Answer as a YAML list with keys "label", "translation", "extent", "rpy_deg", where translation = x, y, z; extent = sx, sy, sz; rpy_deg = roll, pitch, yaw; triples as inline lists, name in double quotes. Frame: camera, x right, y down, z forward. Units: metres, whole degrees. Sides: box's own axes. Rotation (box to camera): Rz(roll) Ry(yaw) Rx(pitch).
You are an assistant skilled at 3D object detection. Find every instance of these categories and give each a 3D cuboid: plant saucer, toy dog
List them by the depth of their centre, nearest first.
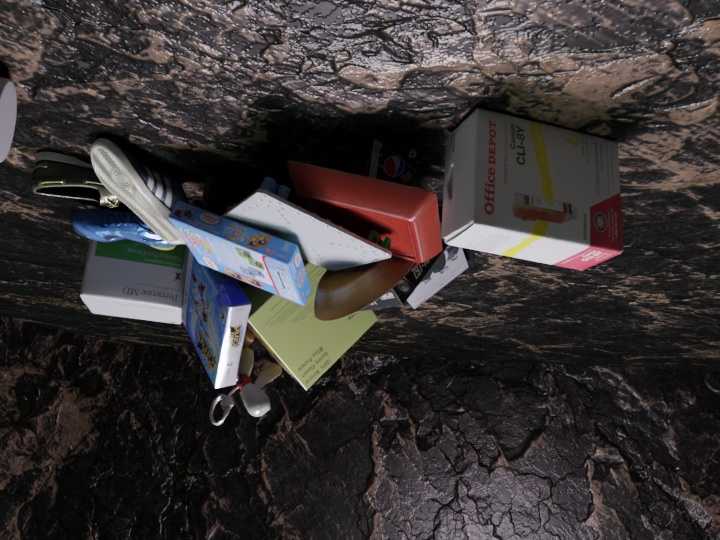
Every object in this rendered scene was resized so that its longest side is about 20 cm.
- label: "plant saucer"
  translation: [0.009, -0.069, 0.815]
  extent: [0.196, 0.037, 0.200]
  rpy_deg: [14, 164, 14]
- label: "plant saucer"
  translation: [0.000, 0.000, 0.944]
  extent: [0.199, 0.201, 0.036]
  rpy_deg: [-13, 119, 49]
- label: "toy dog"
  translation: [-0.214, 0.199, 1.136]
  extent: [0.131, 0.202, 0.096]
  rpy_deg: [-27, 143, 19]

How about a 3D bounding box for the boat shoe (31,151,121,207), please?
- label: "boat shoe"
  translation: [-0.408, -0.132, 0.946]
  extent: [0.198, 0.061, 0.072]
  rpy_deg: [11, 164, -21]

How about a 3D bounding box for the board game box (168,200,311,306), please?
- label: "board game box"
  translation: [-0.177, -0.023, 0.911]
  extent: [0.197, 0.037, 0.152]
  rpy_deg: [20, 157, 12]

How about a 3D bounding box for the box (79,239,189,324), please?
- label: "box"
  translation: [-0.457, 0.004, 1.250]
  extent: [0.196, 0.175, 0.200]
  rpy_deg: [9, 165, -15]

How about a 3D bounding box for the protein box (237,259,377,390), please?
- label: "protein box"
  translation: [-0.112, 0.070, 1.136]
  extent: [0.134, 0.198, 0.201]
  rpy_deg: [27, 156, 54]

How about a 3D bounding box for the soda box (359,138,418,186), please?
- label: "soda box"
  translation: [0.027, -0.111, 0.859]
  extent: [0.062, 0.072, 0.200]
  rpy_deg: [9, 166, -7]

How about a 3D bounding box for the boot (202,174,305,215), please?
- label: "boot"
  translation: [-0.126, -0.102, 0.942]
  extent: [0.196, 0.067, 0.165]
  rpy_deg: [8, 179, 12]

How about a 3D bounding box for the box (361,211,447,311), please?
- label: "box"
  translation: [0.055, -0.013, 1.007]
  extent: [0.159, 0.200, 0.044]
  rpy_deg: [-12, 119, 49]

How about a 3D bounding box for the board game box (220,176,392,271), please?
- label: "board game box"
  translation: [-0.080, -0.057, 0.840]
  extent: [0.198, 0.026, 0.199]
  rpy_deg: [25, 163, -23]

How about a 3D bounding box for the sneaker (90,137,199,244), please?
- label: "sneaker"
  translation: [-0.320, -0.134, 0.913]
  extent: [0.074, 0.085, 0.201]
  rpy_deg: [-1, 139, 31]

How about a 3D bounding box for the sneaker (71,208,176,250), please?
- label: "sneaker"
  translation: [-0.434, -0.090, 1.123]
  extent: [0.197, 0.067, 0.078]
  rpy_deg: [10, 153, -19]

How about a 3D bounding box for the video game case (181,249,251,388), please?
- label: "video game case"
  translation: [-0.267, 0.075, 1.082]
  extent: [0.045, 0.184, 0.200]
  rpy_deg: [-7, -142, -33]

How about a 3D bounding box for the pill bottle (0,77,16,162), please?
- label: "pill bottle"
  translation: [-0.499, -0.188, 0.659]
  extent: [0.197, 0.115, 0.113]
  rpy_deg: [10, 164, -20]

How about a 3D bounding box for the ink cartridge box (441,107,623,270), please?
- label: "ink cartridge box"
  translation: [0.206, -0.094, 0.723]
  extent: [0.196, 0.148, 0.083]
  rpy_deg: [9, 164, -15]

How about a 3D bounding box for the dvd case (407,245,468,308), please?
- label: "dvd case"
  translation: [0.141, 0.004, 1.186]
  extent: [0.149, 0.025, 0.200]
  rpy_deg: [-37, 159, 3]
